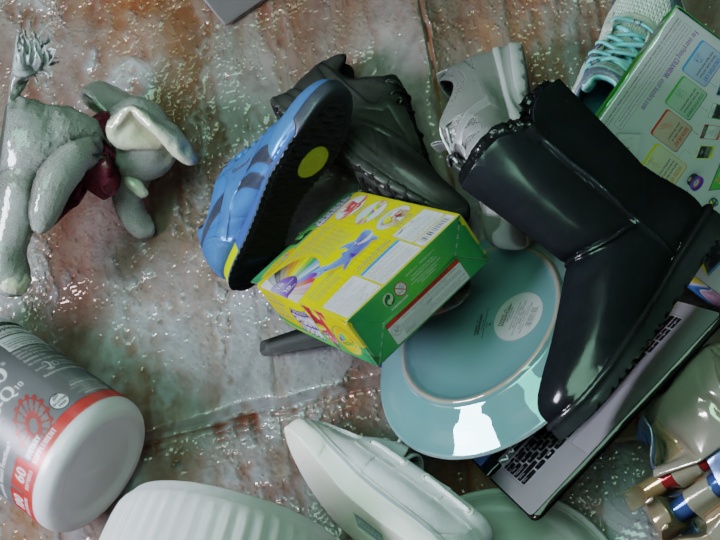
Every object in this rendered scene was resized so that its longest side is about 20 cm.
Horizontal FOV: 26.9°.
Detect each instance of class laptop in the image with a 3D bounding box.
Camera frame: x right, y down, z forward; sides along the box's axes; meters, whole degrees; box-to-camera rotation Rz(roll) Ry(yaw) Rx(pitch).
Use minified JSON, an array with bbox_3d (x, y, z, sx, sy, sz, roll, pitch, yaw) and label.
[{"bbox_3d":[0.128,0.053,1.082,0.116,0.200,0.187,44,88,-9],"label":"laptop"}]

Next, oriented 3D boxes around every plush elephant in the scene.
[{"bbox_3d":[-0.219,-0.088,1.235,0.153,0.165,0.203,8,108,-16],"label":"plush elephant"}]

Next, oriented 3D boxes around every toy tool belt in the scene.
[{"bbox_3d":[0.244,0.157,1.017,0.123,0.124,0.202,-37,60,32],"label":"toy tool belt"}]

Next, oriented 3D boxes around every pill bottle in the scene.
[{"bbox_3d":[-0.277,0.108,1.188,0.199,0.116,0.117,29,81,25],"label":"pill bottle"}]

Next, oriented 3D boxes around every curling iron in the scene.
[{"bbox_3d":[0.003,0.035,1.149,0.198,0.026,0.050,-23,29,31],"label":"curling iron"}]

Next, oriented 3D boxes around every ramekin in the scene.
[{"bbox_3d":[-0.099,0.226,1.049,0.197,0.201,0.106,7,63,20],"label":"ramekin"}]

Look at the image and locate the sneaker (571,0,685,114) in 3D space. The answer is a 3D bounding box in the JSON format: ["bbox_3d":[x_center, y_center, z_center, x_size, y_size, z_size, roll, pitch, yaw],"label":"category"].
[{"bbox_3d":[0.201,-0.142,1.142,0.077,0.086,0.202,14,75,21],"label":"sneaker"}]

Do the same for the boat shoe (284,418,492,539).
[{"bbox_3d":[0.018,0.155,1.089,0.068,0.073,0.199,-31,32,-22],"label":"boat shoe"}]

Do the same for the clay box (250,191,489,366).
[{"bbox_3d":[0.000,0.000,1.122,0.115,0.048,0.200,-42,21,-13],"label":"clay box"}]

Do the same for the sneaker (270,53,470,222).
[{"bbox_3d":[0.018,-0.107,1.198,0.200,0.076,0.091,40,80,24],"label":"sneaker"}]

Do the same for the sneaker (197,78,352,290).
[{"bbox_3d":[-0.076,-0.079,1.176,0.079,0.065,0.201,50,127,27],"label":"sneaker"}]

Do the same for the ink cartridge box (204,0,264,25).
[{"bbox_3d":[-0.152,-0.333,1.291,0.085,0.148,0.201,-33,64,5],"label":"ink cartridge box"}]

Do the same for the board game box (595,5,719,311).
[{"bbox_3d":[0.258,-0.066,1.076,0.199,0.040,0.154,37,86,0],"label":"board game box"}]

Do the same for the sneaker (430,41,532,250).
[{"bbox_3d":[0.095,-0.088,1.149,0.081,0.075,0.202,-10,43,12],"label":"sneaker"}]

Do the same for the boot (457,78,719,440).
[{"bbox_3d":[0.128,-0.012,0.997,0.167,0.076,0.201,37,73,4],"label":"boot"}]

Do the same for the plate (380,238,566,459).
[{"bbox_3d":[0.092,0.044,1.097,0.199,0.026,0.202,-25,41,24],"label":"plate"}]

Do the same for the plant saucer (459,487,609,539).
[{"bbox_3d":[0.095,0.249,1.054,0.197,0.050,0.203,-6,69,16],"label":"plant saucer"}]
